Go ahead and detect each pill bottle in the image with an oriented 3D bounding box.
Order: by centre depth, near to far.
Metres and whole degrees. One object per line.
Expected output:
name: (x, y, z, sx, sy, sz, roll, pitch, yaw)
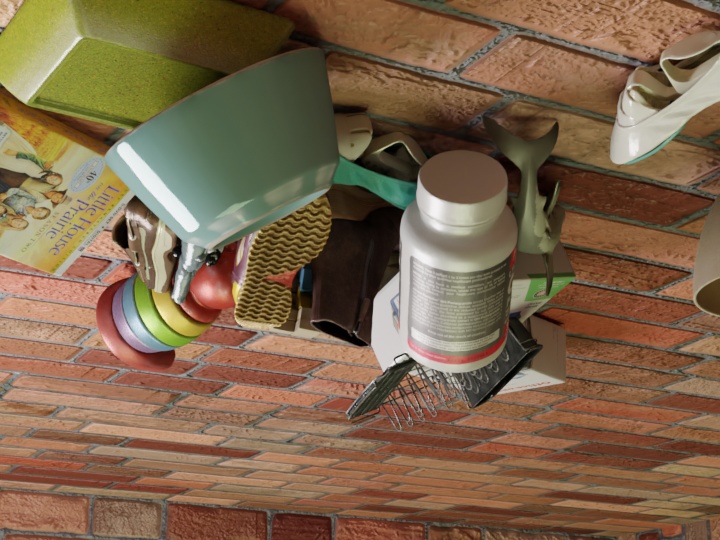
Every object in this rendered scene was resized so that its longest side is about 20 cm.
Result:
pill bottle: (0.091, -0.010, 1.269, 0.110, 0.111, 0.201, 0, 131, 0)

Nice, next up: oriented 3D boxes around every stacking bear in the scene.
stacking bear: (-0.207, 0.031, 1.585, 0.199, 0.122, 0.113, -26, 165, 32)

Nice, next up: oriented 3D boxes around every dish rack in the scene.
dish rack: (0.084, 0.121, 1.455, 0.199, 0.055, 0.154, -18, 158, -30)

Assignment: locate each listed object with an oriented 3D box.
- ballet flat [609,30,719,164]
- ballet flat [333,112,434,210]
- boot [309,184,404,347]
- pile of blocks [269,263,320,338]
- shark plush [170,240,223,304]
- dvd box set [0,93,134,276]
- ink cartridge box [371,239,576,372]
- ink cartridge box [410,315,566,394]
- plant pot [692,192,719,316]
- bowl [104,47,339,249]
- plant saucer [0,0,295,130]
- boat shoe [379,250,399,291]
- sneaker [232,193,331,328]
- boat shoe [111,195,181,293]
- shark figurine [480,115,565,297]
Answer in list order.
ballet flat: (0.262, -0.155, 1.114, 0.069, 0.070, 0.200, 11, 154, -30)
ballet flat: (0.001, -0.112, 1.244, 0.199, 0.068, 0.070, 17, 130, -41)
boot: (0.000, 0.000, 1.388, 0.072, 0.168, 0.200, -10, 161, 28)
pile of blocks: (-0.076, 0.000, 1.411, 0.062, 0.200, 0.083, 11, 115, -12)
shark plush: (-0.153, -0.042, 1.312, 0.090, 0.084, 0.200, 21, 127, -36)
dvd box set: (-0.315, -0.077, 1.264, 0.146, 0.029, 0.200, -45, 145, 14)
ink cartridge box: (0.115, 0.027, 1.476, 0.145, 0.088, 0.200, -2, 151, -39)
ink cartridge box: (0.169, 0.106, 1.833, 0.146, 0.087, 0.199, -15, 154, 38)
plant pot: (0.423, -0.042, 1.317, 0.199, 0.135, 0.200, -1, 161, 0)
bowl: (-0.096, -0.089, 1.092, 0.200, 0.106, 0.201, -28, 180, 0)
plant saucer: (-0.183, -0.166, 1.089, 0.199, 0.048, 0.200, 11, 158, -29)
boat shoe: (0.053, -0.014, 1.529, 0.199, 0.063, 0.073, -2, 148, -30)
sneaker: (-0.084, -0.034, 1.286, 0.074, 0.091, 0.200, 7, 139, -21)
boat shoe: (-0.229, -0.039, 1.446, 0.074, 0.075, 0.203, 16, 153, -5)
shark figurine: (0.149, -0.056, 1.306, 0.089, 0.129, 0.215, 5, 162, 16)
